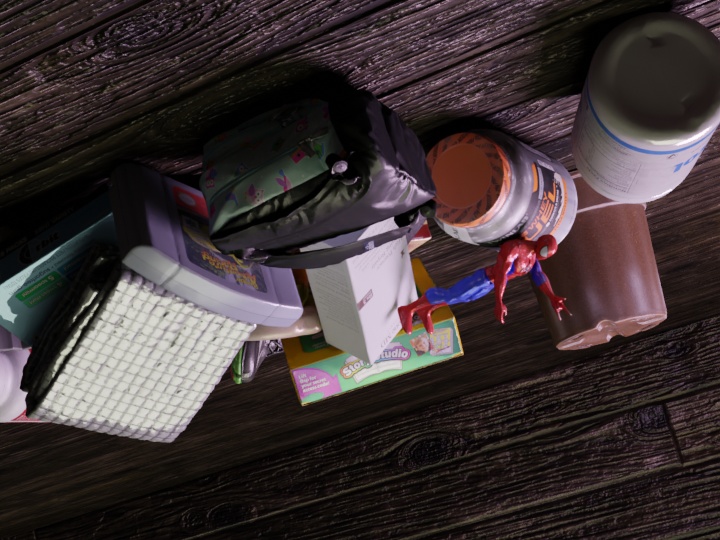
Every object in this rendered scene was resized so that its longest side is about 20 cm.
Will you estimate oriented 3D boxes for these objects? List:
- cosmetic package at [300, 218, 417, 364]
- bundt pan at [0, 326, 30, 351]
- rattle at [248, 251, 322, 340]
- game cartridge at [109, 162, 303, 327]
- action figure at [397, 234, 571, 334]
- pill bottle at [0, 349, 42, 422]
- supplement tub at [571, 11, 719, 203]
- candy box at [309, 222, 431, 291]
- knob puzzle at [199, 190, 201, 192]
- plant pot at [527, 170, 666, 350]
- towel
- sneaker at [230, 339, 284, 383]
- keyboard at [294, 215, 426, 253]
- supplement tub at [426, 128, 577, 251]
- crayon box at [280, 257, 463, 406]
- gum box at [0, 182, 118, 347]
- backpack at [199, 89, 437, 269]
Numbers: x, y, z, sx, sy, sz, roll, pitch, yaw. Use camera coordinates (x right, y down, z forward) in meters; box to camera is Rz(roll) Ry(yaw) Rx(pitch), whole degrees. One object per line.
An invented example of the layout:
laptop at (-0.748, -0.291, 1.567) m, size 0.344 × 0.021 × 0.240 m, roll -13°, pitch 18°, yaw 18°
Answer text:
cosmetic package at (0.000, 0.000, 1.417) m, size 0.102 × 0.074 × 0.200 m, roll -50°, pitch 147°, yaw -26°
bundt pan at (-0.344, 0.023, 1.417) m, size 0.201 × 0.076 × 0.202 m, roll -13°, pitch 167°, yaw -3°
rattle at (-0.144, 0.021, 1.486) m, size 0.199 × 0.143 × 0.130 m, roll -2°, pitch -157°, yaw -2°
game cartridge at (-0.143, -0.018, 1.235) m, size 0.200 × 0.133 × 0.041 m, roll 24°, pitch 127°, yaw -38°
action figure at (0.141, 0.035, 1.397) m, size 0.200 × 0.099 × 0.065 m, roll -36°, pitch 159°, yaw 33°
pill bottle at (-0.446, 0.144, 1.719) m, size 0.112 × 0.113 × 0.200 m, roll -21°, pitch 165°, yaw 23°
supplement tub at (0.275, -0.152, 1.255) m, size 0.131 × 0.132 × 0.200 m, roll -15°, pitch 167°, yaw 1°
candy box at (-0.017, -0.024, 1.615) m, size 0.115 × 0.055 × 0.200 m, roll -6°, pitch 163°, yaw -34°
knob puzzle at (-0.134, -0.029, 1.399) m, size 0.219 × 0.030 × 0.220 m, roll -33°, pitch 161°, yaw -12°
plant pot at (0.299, -0.010, 1.700) m, size 0.200 × 0.199 × 0.200 m, roll -13°, pitch 167°, yaw -3°
towel at (-0.220, 0.069, 1.273) m, size 0.165 × 0.086 × 0.200 m, roll 19°, pitch 119°, yaw -32°
sneaker at (-0.106, 0.073, 1.681) m, size 0.200 × 0.084 × 0.077 m, roll -56°, pitch 165°, yaw -44°
keyboard at (-0.015, -0.047, 1.456) m, size 0.200 × 0.021 × 0.127 m, roll 17°, pitch 115°, yaw -47°
supplement tub at (0.148, -0.084, 1.409) m, size 0.122 × 0.123 × 0.200 m, roll -21°, pitch 165°, yaw 26°
crayon box at (0.004, 0.071, 1.566) m, size 0.199 × 0.058 × 0.173 m, roll -18°, pitch -153°, yaw -4°
gum box at (-0.262, 0.023, 1.302) m, size 0.170 × 0.045 × 0.200 m, roll -31°, pitch 140°, yaw 8°
backpack at (-0.050, -0.083, 1.198) m, size 0.199 × 0.127 × 0.167 m, roll -21°, pitch 151°, yaw 21°
